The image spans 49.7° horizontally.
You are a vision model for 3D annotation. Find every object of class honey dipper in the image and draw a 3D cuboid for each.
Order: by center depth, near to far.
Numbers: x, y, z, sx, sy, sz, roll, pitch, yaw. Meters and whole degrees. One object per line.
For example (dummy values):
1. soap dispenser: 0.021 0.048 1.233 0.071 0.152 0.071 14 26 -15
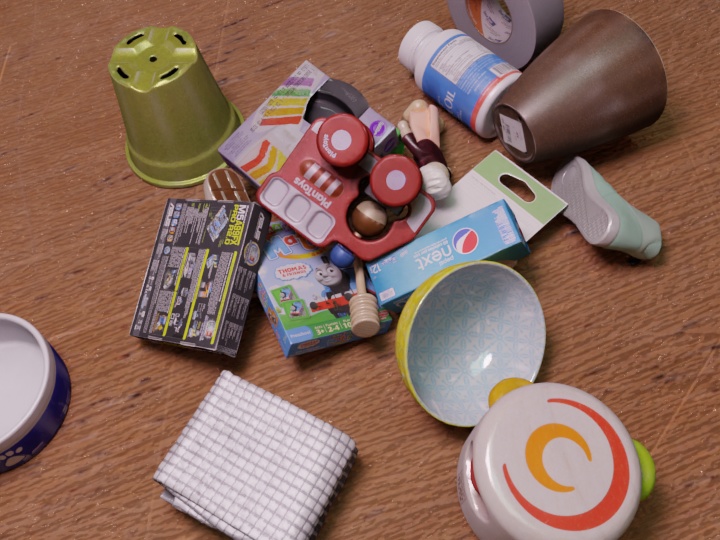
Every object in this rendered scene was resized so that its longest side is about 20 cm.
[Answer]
1. honey dipper: 0.000 0.000 1.043 0.038 0.038 0.201 -7 48 2

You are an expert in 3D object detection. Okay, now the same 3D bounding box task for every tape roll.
1. tape roll: 0.223 -0.420 1.224 0.066 0.201 0.200 -36 62 -17

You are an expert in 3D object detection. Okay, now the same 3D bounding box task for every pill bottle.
1. pill bottle: 0.155 -0.304 1.212 0.112 0.112 0.200 -37 61 -16

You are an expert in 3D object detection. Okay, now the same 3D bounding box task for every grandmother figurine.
1. grandmother figurine: 0.098 -0.173 1.126 0.121 0.061 0.201 29 34 -27

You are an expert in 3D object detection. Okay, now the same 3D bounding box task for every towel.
1. towel: -0.123 0.239 0.927 0.199 0.086 0.166 23 65 17

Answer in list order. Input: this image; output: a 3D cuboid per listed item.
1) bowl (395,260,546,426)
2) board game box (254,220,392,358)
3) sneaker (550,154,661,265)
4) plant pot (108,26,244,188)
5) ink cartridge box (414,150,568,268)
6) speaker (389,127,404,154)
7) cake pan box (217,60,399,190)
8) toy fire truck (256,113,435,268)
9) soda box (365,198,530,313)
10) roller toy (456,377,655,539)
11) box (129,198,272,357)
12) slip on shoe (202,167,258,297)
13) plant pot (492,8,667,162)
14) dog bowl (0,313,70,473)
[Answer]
1. bowl: 0.118 0.082 0.968 0.200 0.201 0.108 -38 21 -16
2. board game box: -0.067 0.013 1.057 0.151 0.037 0.200 -12 55 -27
3. sneaker: 0.346 -0.083 1.095 0.118 0.074 0.201 19 33 -23
4. plant pot: -0.291 -0.261 1.189 0.199 0.184 0.201 -2 59 4
5. ink cartridge box: 0.171 -0.063 1.099 0.200 0.048 0.145 -39 62 -16
6. speaker: -0.037 -0.197 1.182 0.199 0.089 0.089 15 61 14
7. cake pan box: -0.071 -0.180 1.110 0.184 0.052 0.200 41 81 17
8. toy fire truck: -0.014 -0.098 1.008 0.200 0.112 0.168 38 99 0
9. soda box: 0.113 -0.015 1.011 0.199 0.068 0.064 -24 69 16
10. roller toy: 0.200 0.228 0.864 0.200 0.140 0.182 38 65 13
11. box: -0.214 0.005 1.040 0.160 0.044 0.201 5 76 31
12. slip on shoe: -0.180 -0.049 1.125 0.076 0.061 0.201 -18 75 -30
13. plant pot: 0.295 -0.242 1.113 0.200 0.187 0.187 -31 61 -14
14. dog bowl: -0.488 0.161 1.013 0.199 0.079 0.201 -2 58 4
